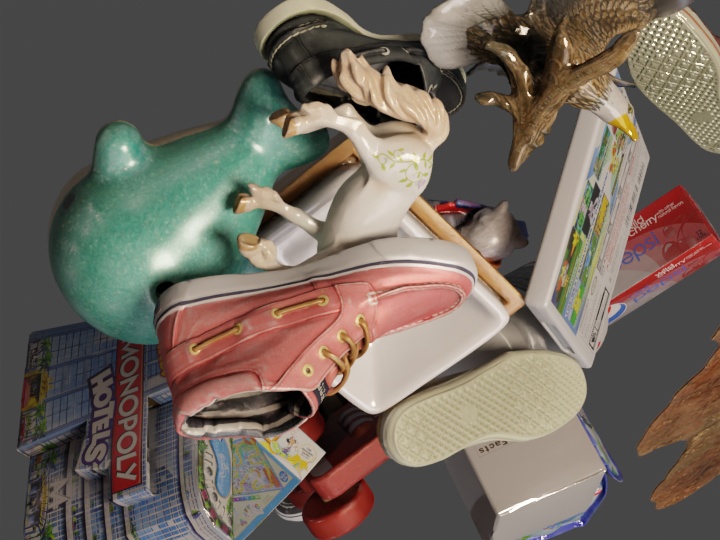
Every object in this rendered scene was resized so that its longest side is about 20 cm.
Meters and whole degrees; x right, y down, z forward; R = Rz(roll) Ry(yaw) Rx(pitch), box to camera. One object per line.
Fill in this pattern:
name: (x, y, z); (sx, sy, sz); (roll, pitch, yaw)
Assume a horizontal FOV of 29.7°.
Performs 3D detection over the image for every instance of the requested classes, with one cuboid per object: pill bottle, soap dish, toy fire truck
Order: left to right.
toy fire truck: (-0.012, 0.141, 1.249); (0.168, 0.112, 0.200); (-34, -163, -7)
soap dish: (0.000, 0.000, 1.001); (0.157, 0.081, 0.200); (-37, 121, 19)
pill bottle: (0.142, 0.060, 1.224); (0.111, 0.111, 0.200); (-42, 170, 29)

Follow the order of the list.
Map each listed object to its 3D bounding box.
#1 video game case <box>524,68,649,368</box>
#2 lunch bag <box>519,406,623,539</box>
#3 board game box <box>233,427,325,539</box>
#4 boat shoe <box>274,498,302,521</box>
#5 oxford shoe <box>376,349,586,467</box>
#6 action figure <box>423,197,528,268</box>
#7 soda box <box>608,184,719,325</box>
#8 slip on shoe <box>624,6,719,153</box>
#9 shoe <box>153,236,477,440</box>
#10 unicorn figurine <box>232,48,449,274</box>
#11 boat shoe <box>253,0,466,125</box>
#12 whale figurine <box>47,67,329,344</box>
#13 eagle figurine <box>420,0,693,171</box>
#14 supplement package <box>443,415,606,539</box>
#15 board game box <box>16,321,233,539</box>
video game case: (0.186, -0.039, 1.095); (0.022, 0.200, 0.182); (13, 166, 24)
lunch bag: (0.201, 0.189, 1.514); (0.127, 0.170, 0.200); (-17, 151, -17)
board game box: (-0.118, 0.153, 1.163); (0.034, 0.134, 0.200); (-47, 177, -32)
boat shoe: (-0.029, 0.192, 1.420); (0.200, 0.072, 0.068); (-40, 153, 20)
oxford shoe: (0.095, 0.108, 1.091); (0.200, 0.075, 0.058); (-14, -176, -28)
action figure: (0.070, 0.005, 1.136); (0.200, 0.105, 0.193); (2, 152, -43)
soda box: (0.254, 0.002, 1.339); (0.200, 0.064, 0.070); (-35, 154, 15)
slip on shoe: (0.261, -0.159, 1.060); (0.074, 0.061, 0.200); (-5, 155, 35)
shoe: (-0.020, 0.044, 0.811); (0.199, 0.091, 0.072); (-10, 144, -6)
unicorn figurine: (-0.007, -0.035, 0.844); (0.137, 0.074, 0.200); (15, 136, -22)
boat shoe: (0.014, -0.119, 0.889); (0.074, 0.066, 0.199); (-38, 152, 21)
whale figurine: (-0.107, -0.035, 0.872); (0.200, 0.104, 0.159); (-40, 123, 6)
eagle figurine: (0.142, -0.149, 0.907); (0.151, 0.200, 0.151); (-1, 124, 26)
supplement package: (0.142, 0.156, 1.362); (0.119, 0.200, 0.121); (-21, 154, -11)
board game box: (-0.146, 0.103, 0.952); (0.200, 0.200, 0.062); (-24, 138, 21)
